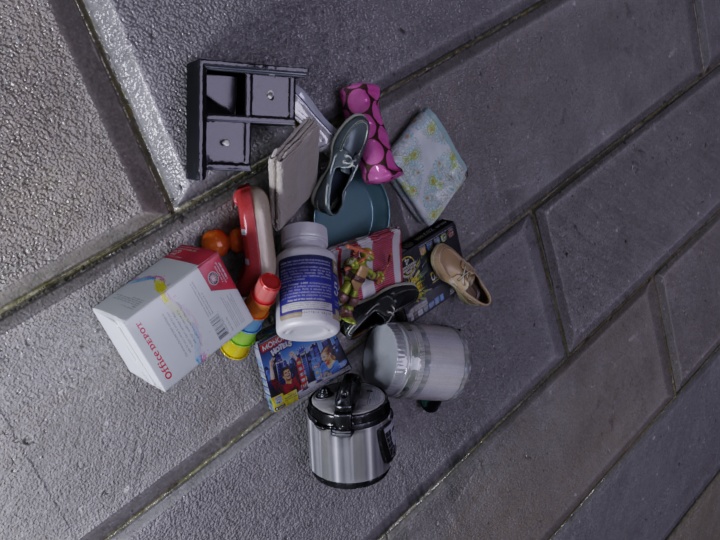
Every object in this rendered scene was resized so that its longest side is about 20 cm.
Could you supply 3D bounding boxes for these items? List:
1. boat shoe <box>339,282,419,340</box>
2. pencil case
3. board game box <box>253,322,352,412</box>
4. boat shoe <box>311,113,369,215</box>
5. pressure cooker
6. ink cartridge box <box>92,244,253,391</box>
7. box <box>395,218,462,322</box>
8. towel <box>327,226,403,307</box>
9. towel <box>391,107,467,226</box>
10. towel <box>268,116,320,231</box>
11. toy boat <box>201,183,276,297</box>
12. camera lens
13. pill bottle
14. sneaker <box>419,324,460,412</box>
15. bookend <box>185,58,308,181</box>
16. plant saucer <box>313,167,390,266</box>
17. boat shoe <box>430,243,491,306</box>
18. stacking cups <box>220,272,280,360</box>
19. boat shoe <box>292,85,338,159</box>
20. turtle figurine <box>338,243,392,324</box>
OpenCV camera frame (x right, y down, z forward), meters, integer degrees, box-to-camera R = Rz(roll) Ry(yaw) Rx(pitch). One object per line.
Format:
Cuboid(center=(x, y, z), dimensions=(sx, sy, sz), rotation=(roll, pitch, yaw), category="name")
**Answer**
Cuboid(center=(0.043, 0.086, 1.722), dimensions=(0.198, 0.068, 0.072), rotation=(-23, 137, -23), category="boat shoe")
Cuboid(center=(0.024, -0.272, 1.645), dimensions=(0.093, 0.090, 0.203), rotation=(-16, 92, -32), category="pencil case")
Cuboid(center=(-0.126, 0.140, 1.627), dimensions=(0.199, 0.061, 0.203), rotation=(-24, 111, -35), category="board game box")
Cuboid(center=(-0.027, -0.197, 1.572), dimensions=(0.072, 0.062, 0.202), rotation=(16, 106, -38), category="boat shoe")
Cuboid(center=(-0.023, 0.312, 1.660), dimensions=(0.177, 0.175, 0.203), rotation=(-13, 109, -34), category="pressure cooker")
Cuboid(center=(-0.317, 0.075, 1.402), dimensions=(0.199, 0.144, 0.147), rotation=(-39, 119, -28), category="ink cartridge box")
Cuboid(center=(0.144, 0.001, 1.839), dimensions=(0.199, 0.049, 0.163), rotation=(-30, 119, -31), category="box")
Cuboid(center=(0.000, 0.000, 1.686), dimensions=(0.198, 0.023, 0.146), rotation=(-20, 126, -22), category="towel")
Cuboid(center=(0.143, -0.222, 1.803), dimensions=(0.172, 0.048, 0.201), rotation=(-53, 125, -21), category="towel")
Cuboid(center=(-0.123, -0.176, 1.509), dimensions=(0.133, 0.034, 0.201), rotation=(-52, 162, -33), category="towel")
Cuboid(center=(-0.222, -0.051, 1.497), dimensions=(0.129, 0.131, 0.203), rotation=(-7, 103, -8), category="toy boat")
Cuboid(center=(0.125, 0.194, 1.768), dimensions=(0.198, 0.159, 0.162), rotation=(7, 93, -29), category="camera lens")
Cuboid(center=(-0.101, 0.019, 1.538), dimensions=(0.119, 0.119, 0.203), rotation=(14, 64, -40), category="pill bottle")
Cuboid(center=(0.196, 0.229, 1.906), dimensions=(0.087, 0.074, 0.203), rotation=(11, 93, -50), category="sneaker")
Cuboid(center=(-0.200, -0.257, 1.454), dimensions=(0.196, 0.092, 0.203), rotation=(-1, 98, -26), category="bookend")
Cuboid(center=(-0.024, -0.109, 1.689), dimensions=(0.198, 0.036, 0.203), rotation=(-8, 103, -38), category="plant saucer")
Cuboid(center=(0.226, 0.010, 1.836), dimensions=(0.200, 0.064, 0.072), rotation=(43, 71, -38), category="boat shoe")
Cuboid(center=(-0.191, 0.083, 1.483), dimensions=(0.060, 0.200, 0.061), rotation=(19, 44, -20), category="stacking cups")
Cuboid(center=(-0.095, -0.253, 1.582), dimensions=(0.202, 0.074, 0.086), rotation=(49, 66, -31), category="boat shoe")
Cuboid(center=(-0.016, 0.017, 1.619), dimensions=(0.163, 0.064, 0.200), rotation=(-65, 156, 2), category="turtle figurine")
